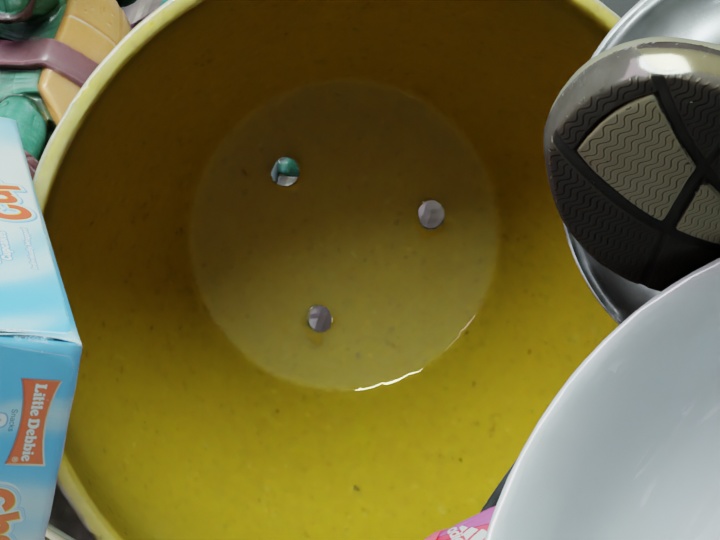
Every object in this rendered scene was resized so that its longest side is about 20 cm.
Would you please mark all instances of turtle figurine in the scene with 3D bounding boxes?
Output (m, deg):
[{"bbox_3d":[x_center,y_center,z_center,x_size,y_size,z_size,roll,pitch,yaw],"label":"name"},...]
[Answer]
[{"bbox_3d":[-0.086,-0.059,0.917,0.100,0.149,0.201,-19,49,42],"label":"turtle figurine"}]

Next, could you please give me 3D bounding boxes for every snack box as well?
[{"bbox_3d":[-0.113,0.073,0.729,0.116,0.037,0.201,-117,36,-57],"label":"snack box"}]

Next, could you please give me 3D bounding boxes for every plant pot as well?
[{"bbox_3d":[0.000,0.000,0.819,0.200,0.200,0.142,-52,9,3],"label":"plant pot"}]

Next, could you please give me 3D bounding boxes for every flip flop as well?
[{"bbox_3d":[0.122,-0.035,0.680,0.081,0.199,0.058,-39,59,47],"label":"flip flop"}]

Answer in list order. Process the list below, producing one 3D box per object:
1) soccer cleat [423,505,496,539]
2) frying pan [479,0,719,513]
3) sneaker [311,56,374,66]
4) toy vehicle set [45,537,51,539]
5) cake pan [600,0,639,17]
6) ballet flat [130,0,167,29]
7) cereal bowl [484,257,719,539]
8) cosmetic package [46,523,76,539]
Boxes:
[{"bbox_3d":[0.007,0.096,0.717,0.067,0.199,0.077,-125,34,-58],"label":"soccer cleat"},{"bbox_3d":[0.078,-0.005,0.739,0.190,0.115,0.031,-34,14,-3],"label":"frying pan"},{"bbox_3d":[0.024,-0.127,0.934,0.199,0.078,0.112,-24,21,-21],"label":"sneaker"},{"bbox_3d":[-0.098,0.171,0.767,0.124,0.026,0.200,-50,31,8],"label":"toy vehicle set"},{"bbox_3d":[0.145,-0.088,0.831,0.200,0.037,0.201,-29,44,31],"label":"cake pan"},{"bbox_3d":[-0.066,-0.063,0.998,0.199,0.069,0.071,-29,68,-15],"label":"ballet flat"},{"bbox_3d":[0.128,0.094,0.644,0.199,0.083,0.201,-10,70,29],"label":"cereal bowl"},{"bbox_3d":[-0.109,0.136,0.906,0.200,0.073,0.104,20,77,52],"label":"cosmetic package"}]
